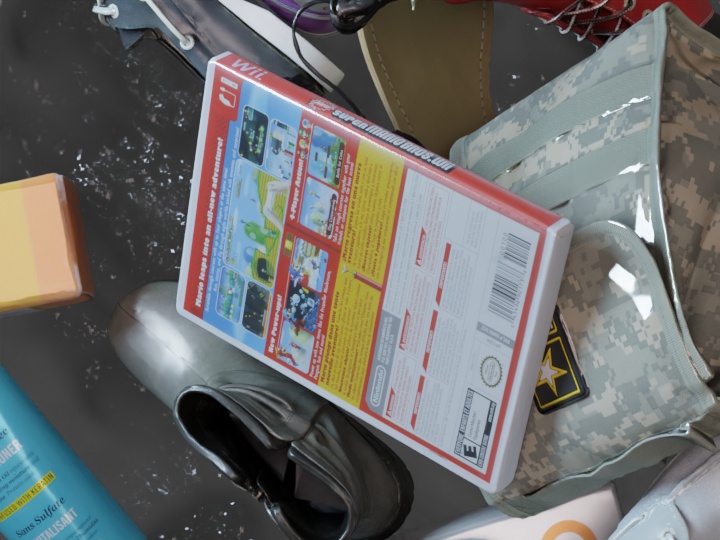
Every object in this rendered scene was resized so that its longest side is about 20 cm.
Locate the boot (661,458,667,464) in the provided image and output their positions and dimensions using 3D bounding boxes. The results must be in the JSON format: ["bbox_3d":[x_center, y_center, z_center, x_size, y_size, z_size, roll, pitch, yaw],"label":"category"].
[{"bbox_3d":[0.208,0.012,1.053,0.073,0.154,0.205,18,90,-5],"label":"boot"}]

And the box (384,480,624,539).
[{"bbox_3d":[0.048,0.193,1.075,0.198,0.097,0.125,-16,87,-1],"label":"box"}]

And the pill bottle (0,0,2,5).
[{"bbox_3d":[-0.270,-0.205,1.085,0.104,0.104,0.201,-27,88,-2],"label":"pill bottle"}]

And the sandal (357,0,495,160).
[{"bbox_3d":[0.032,-0.102,1.107,0.077,0.070,0.213,-24,110,-18],"label":"sandal"}]

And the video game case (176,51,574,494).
[{"bbox_3d":[0.000,0.000,0.987,0.199,0.017,0.144,28,125,26],"label":"video game case"}]

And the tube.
[{"bbox_3d":[-0.183,0.092,1.077,0.077,0.050,0.200,-39,103,7],"label":"tube"}]

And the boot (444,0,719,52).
[{"bbox_3d":[0.120,-0.127,1.056,0.072,0.199,0.145,-25,90,41],"label":"boot"}]

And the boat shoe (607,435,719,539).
[{"bbox_3d":[0.141,0.143,0.964,0.070,0.072,0.201,39,110,-1],"label":"boat shoe"}]

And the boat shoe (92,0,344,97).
[{"bbox_3d":[-0.103,-0.138,1.097,0.199,0.076,0.061,36,90,-1],"label":"boat shoe"}]

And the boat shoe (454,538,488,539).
[{"bbox_3d":[-0.007,0.193,0.997,0.199,0.057,0.069,-29,87,-1],"label":"boat shoe"}]

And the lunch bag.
[{"bbox_3d":[0.118,0.006,0.997,0.117,0.164,0.201,25,56,-27],"label":"lunch bag"}]

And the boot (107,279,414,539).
[{"bbox_3d":[-0.062,0.064,1.048,0.200,0.131,0.068,37,95,18],"label":"boot"}]

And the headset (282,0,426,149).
[{"bbox_3d":[-0.009,-0.058,1.045,0.123,0.201,0.094,30,49,23],"label":"headset"}]

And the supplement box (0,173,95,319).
[{"bbox_3d":[-0.242,0.002,1.097,0.198,0.069,0.067,-10,87,-3],"label":"supplement box"}]

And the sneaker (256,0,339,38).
[{"bbox_3d":[-0.078,-0.202,1.083,0.200,0.114,0.073,35,89,2],"label":"sneaker"}]
